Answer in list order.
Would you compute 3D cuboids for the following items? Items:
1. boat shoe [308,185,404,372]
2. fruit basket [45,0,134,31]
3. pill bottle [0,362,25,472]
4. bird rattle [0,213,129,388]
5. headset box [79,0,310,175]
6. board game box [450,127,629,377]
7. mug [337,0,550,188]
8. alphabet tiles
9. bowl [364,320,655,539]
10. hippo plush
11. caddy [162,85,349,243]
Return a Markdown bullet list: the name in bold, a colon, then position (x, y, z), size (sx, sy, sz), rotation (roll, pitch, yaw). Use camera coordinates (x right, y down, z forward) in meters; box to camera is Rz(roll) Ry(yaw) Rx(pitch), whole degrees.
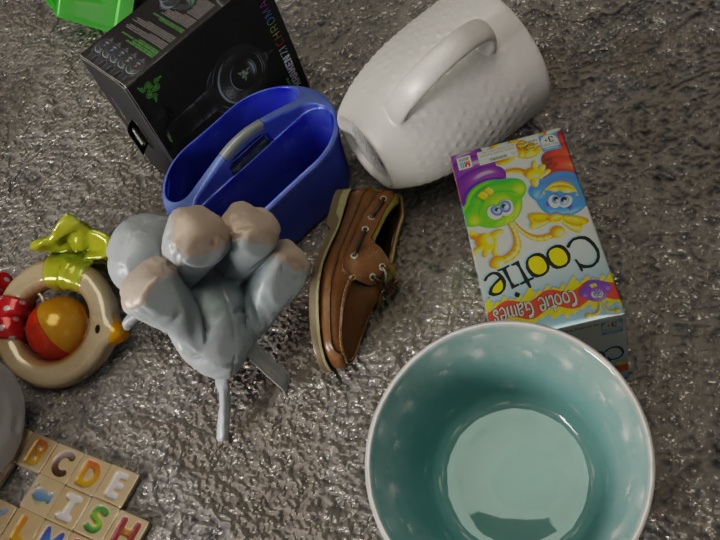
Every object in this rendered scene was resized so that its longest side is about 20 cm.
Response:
- **boat shoe**: position (0.000, 0.000, 0.852), size (0.068, 0.072, 0.200), rotation (-3, 56, 16)
- **fruit basket**: position (-0.296, -0.410, 1.183), size (0.215, 0.216, 0.156), rotation (-34, 54, -8)
- **pill bottle**: position (-0.429, 0.140, 0.861), size (0.200, 0.114, 0.114), rotation (-4, 55, 20)
- **bird rattle**: position (-0.317, 0.040, 0.911), size (0.200, 0.113, 0.163), rotation (-33, 71, -4)
- **headset box**: position (-0.174, -0.205, 0.986), size (0.200, 0.174, 0.093), rotation (-44, 55, -15)
- **board game box**: position (0.151, -0.007, 0.790), size (0.105, 0.103, 0.200), rotation (-14, 53, 8)
- **mug**: position (0.073, -0.171, 0.874), size (0.175, 0.200, 0.148), rotation (-38, 84, -8)
- **alphabet tiles**: position (-0.289, 0.237, 0.819), size (0.200, 0.008, 0.167), rotation (14, 61, 26)
- **bowl**: position (0.112, 0.147, 0.680), size (0.200, 0.105, 0.201), rotation (-5, 69, 14)
- **hippo plush**: position (-0.144, 0.010, 0.846), size (0.159, 0.200, 0.161), rotation (-38, 35, -16)
- **caddy**: position (-0.105, -0.102, 0.934), size (0.200, 0.105, 0.141), rotation (-45, 54, -15)
